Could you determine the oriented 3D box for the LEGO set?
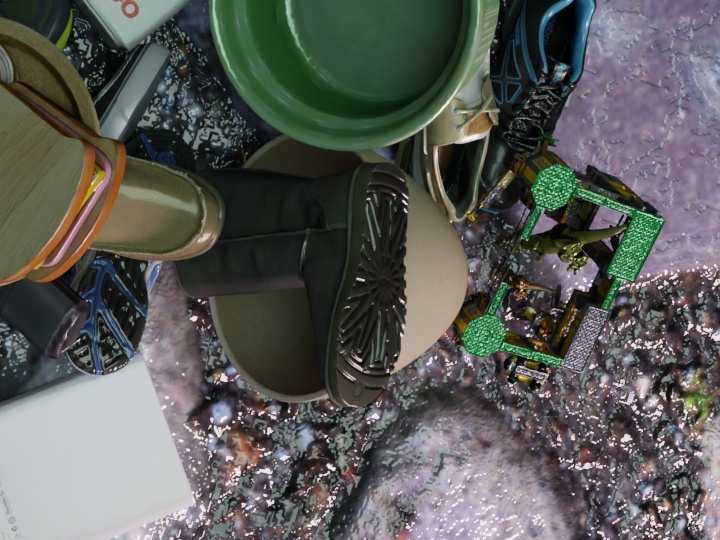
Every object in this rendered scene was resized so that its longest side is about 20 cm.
[{"bbox_3d":[0.146,-0.017,1.205,0.153,0.116,0.201,9,111,-19],"label":"LEGO set"}]

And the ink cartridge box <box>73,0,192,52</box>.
[{"bbox_3d":[-0.148,-0.278,1.092,0.200,0.083,0.147,-39,107,-9],"label":"ink cartridge box"}]

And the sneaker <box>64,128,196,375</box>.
[{"bbox_3d":[-0.186,-0.017,1.126,0.075,0.077,0.201,26,73,-19],"label":"sneaker"}]

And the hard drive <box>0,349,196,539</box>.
[{"bbox_3d":[-0.244,0.159,1.155,0.199,0.027,0.133,-21,103,-12],"label":"hard drive"}]

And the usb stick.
[{"bbox_3d":[-0.276,-0.015,1.066,0.200,0.033,0.056,40,118,14],"label":"usb stick"}]

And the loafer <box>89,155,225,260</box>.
[{"bbox_3d":[-0.196,-0.050,1.043,0.199,0.067,0.077,10,96,6],"label":"loafer"}]

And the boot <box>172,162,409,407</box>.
[{"bbox_3d":[-0.061,0.006,1.046,0.072,0.199,0.183,28,65,-49],"label":"boot"}]

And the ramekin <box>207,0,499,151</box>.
[{"bbox_3d":[0.002,-0.189,1.037,0.199,0.098,0.201,5,105,19],"label":"ramekin"}]

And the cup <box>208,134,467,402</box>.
[{"bbox_3d":[0.000,0.000,1.136,0.143,0.200,0.202,5,97,-46],"label":"cup"}]

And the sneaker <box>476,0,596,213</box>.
[{"bbox_3d":[0.133,-0.143,1.196,0.073,0.082,0.201,13,95,-20],"label":"sneaker"}]

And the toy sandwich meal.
[{"bbox_3d":[-0.262,-0.075,0.981,0.204,0.070,0.207,0,91,8],"label":"toy sandwich meal"}]

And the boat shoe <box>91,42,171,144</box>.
[{"bbox_3d":[-0.219,-0.096,1.110,0.066,0.070,0.201,34,94,-5],"label":"boat shoe"}]

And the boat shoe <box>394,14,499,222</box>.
[{"bbox_3d":[0.075,-0.126,1.136,0.074,0.068,0.201,-24,141,-25],"label":"boat shoe"}]

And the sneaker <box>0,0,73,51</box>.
[{"bbox_3d":[-0.300,-0.158,1.054,0.199,0.074,0.081,-28,145,-12],"label":"sneaker"}]
